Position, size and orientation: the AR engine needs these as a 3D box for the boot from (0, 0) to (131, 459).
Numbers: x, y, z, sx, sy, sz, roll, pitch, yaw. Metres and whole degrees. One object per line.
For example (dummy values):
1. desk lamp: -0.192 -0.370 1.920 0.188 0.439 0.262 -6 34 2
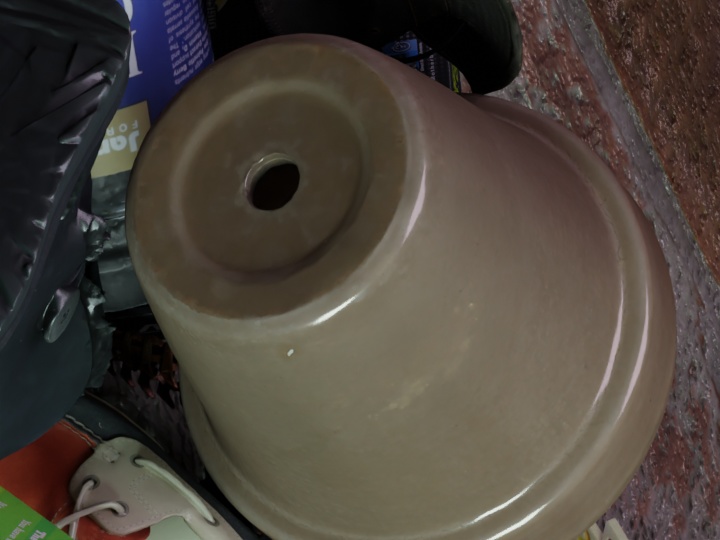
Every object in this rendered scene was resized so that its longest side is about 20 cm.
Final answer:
1. boot: -0.134 0.023 0.711 0.169 0.076 0.201 103 10 -50

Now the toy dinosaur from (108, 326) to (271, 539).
1. toy dinosaur: -0.044 0.097 0.944 0.199 0.102 0.136 29 54 -1

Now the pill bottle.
1. pill bottle: -0.113 -0.090 0.858 0.112 0.111 0.201 -56 145 -52

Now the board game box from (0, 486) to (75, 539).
1. board game box: -0.131 0.110 0.740 0.095 0.199 0.030 -24 140 -59

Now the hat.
1. hat: -0.019 -0.132 0.860 0.201 0.081 0.201 58 -5 9

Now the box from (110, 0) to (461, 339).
1. box: -0.035 -0.077 0.978 0.044 0.159 0.202 61 25 -70

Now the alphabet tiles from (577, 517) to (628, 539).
1. alphabet tiles: 0.147 0.212 1.159 0.167 0.006 0.200 60 -15 26

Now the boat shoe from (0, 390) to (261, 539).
1. boat shoe: -0.087 0.107 0.830 0.200 0.071 0.063 38 5 -4

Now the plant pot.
1. plant pot: 0.000 0.000 0.801 0.175 0.199 0.202 46 40 -57
